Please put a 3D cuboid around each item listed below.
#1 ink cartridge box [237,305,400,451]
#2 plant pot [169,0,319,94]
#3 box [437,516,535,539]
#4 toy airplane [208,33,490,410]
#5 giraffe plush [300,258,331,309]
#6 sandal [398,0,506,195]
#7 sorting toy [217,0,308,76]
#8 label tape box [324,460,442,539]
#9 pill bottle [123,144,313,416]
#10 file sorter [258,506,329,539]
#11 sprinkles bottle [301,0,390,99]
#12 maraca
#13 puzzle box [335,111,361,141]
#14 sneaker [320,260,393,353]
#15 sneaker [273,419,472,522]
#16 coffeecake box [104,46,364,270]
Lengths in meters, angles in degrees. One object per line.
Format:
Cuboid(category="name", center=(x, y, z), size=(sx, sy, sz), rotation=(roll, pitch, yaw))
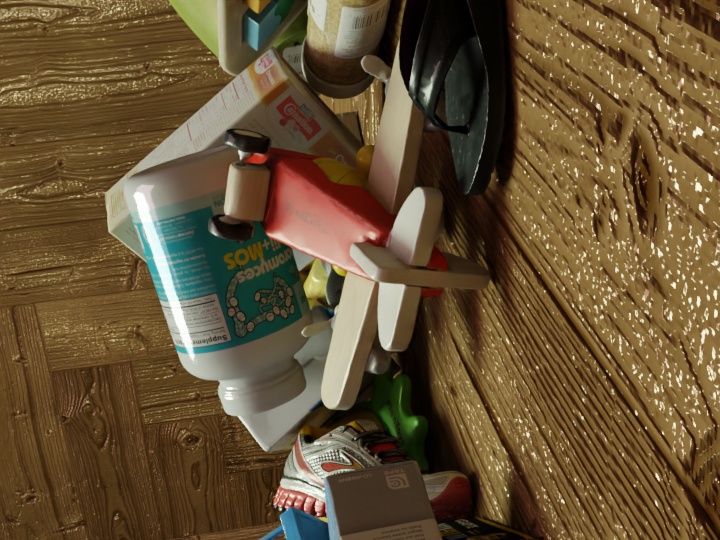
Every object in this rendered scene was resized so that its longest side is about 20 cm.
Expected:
Cuboid(category="ink cartridge box", center=(-0.034, 0.102, 0.940), size=(0.067, 0.116, 0.200), rotation=(48, -174, 15))
Cuboid(category="plant pot", center=(-0.092, -0.267, 0.995), size=(0.187, 0.187, 0.200), rotation=(94, 154, -57))
Cuboid(category="box", center=(0.082, 0.258, 0.616), size=(0.160, 0.049, 0.201), rotation=(110, 152, -80))
Cuboid(category="toy airplane", center=(0.011, -0.030, 0.659), size=(0.200, 0.141, 0.200), rotation=(-33, 70, 41))
Cuboid(category="giraffe plush", center=(-0.065, 0.032, 1.084), size=(0.173, 0.200, 0.162), rotation=(49, -168, 26))
Cuboid(category="sandal", center=(0.044, -0.138, 0.530), size=(0.075, 0.048, 0.201), rotation=(-117, 21, -69))
Cuboid(category="sorting toy", center=(-0.048, -0.257, 0.807), size=(0.036, 0.185, 0.200), rotation=(37, 167, 6))
Cuboid(category="label tape box", center=(0.028, 0.231, 0.579), size=(0.200, 0.066, 0.144), rotation=(-112, 15, -57))
Cuboid(category="pill bottle", center=(-0.103, 0.008, 0.792), size=(0.111, 0.110, 0.201), rotation=(-128, 21, -76))
Cuboid(category="file sorter", center=(-0.024, 0.298, 0.791), size=(0.200, 0.123, 0.139), rotation=(39, -159, -47))
Cuboid(category="sprinkles bottle", center=(-0.010, -0.209, 0.805), size=(0.200, 0.068, 0.069), rotation=(108, 154, -72))
Cuboid(category="maraca", center=(0.011, 0.176, 0.897), size=(0.137, 0.107, 0.200), rotation=(64, 142, 38))
Cuboid(category="puzzle box", center=(-0.011, -0.064, 1.126), size=(0.200, 0.025, 0.133), rotation=(96, 166, -61))
Cuboid(category="sneaker", center=(0.000, 0.000, 0.937), size=(0.201, 0.070, 0.080), rotation=(-96, -16, -51))
Cuboid(category="sneaker", center=(0.004, 0.154, 0.784), size=(0.200, 0.078, 0.082), rotation=(-5, 71, 48))
Cuboid(category="coffeecake box", center=(-0.097, -0.069, 0.894), size=(0.154, 0.200, 0.073), rotation=(44, -168, -35))
